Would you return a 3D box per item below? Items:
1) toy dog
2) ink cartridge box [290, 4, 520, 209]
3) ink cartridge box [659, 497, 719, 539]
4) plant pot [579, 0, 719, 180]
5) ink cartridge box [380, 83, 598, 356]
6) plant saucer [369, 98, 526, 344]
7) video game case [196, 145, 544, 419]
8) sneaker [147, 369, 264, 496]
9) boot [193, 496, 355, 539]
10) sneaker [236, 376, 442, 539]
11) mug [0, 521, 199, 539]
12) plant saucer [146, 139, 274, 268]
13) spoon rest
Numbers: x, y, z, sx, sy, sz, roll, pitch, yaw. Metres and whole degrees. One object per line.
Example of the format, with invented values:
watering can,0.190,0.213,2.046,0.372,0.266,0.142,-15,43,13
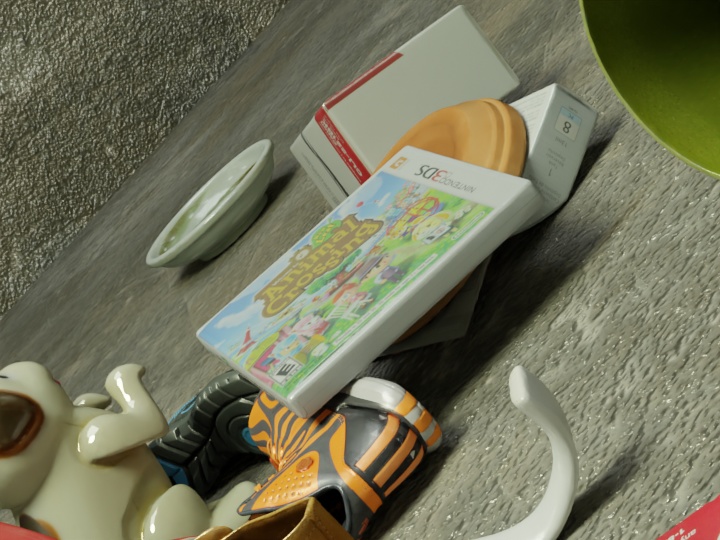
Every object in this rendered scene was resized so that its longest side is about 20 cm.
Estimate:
toy dog,-0.204,0.150,1.163,0.194,0.200,0.139,-51,15,-27
ink cartridge box,0.032,-0.126,1.417,0.144,0.084,0.200,-37,0,-11
ink cartridge box,0.140,0.131,0.455,0.144,0.084,0.200,-39,14,17
plant pot,0.249,-0.170,0.903,0.200,0.188,0.187,-36,7,-33
ink cartridge box,0.080,-0.023,1.218,0.160,0.047,0.201,-19,46,59
plant saucer,0.040,-0.040,1.213,0.200,0.037,0.201,-46,25,29
video game case,0.000,0.000,1.088,0.200,0.022,0.182,-42,23,-11
sneaker,-0.087,0.097,1.246,0.200,0.073,0.082,-30,18,42
boot,-0.051,0.189,0.736,0.201,0.144,0.071,-40,14,20
sneaker,-0.041,0.121,1.039,0.112,0.078,0.200,-49,15,-22
mug,-0.156,0.212,0.942,0.200,0.177,0.134,-22,56,47
plant saucer,-0.160,-0.064,1.959,0.200,0.050,0.200,-41,14,12
spoon rest,0.041,0.142,0.820,0.200,0.061,0.099,-55,10,17
